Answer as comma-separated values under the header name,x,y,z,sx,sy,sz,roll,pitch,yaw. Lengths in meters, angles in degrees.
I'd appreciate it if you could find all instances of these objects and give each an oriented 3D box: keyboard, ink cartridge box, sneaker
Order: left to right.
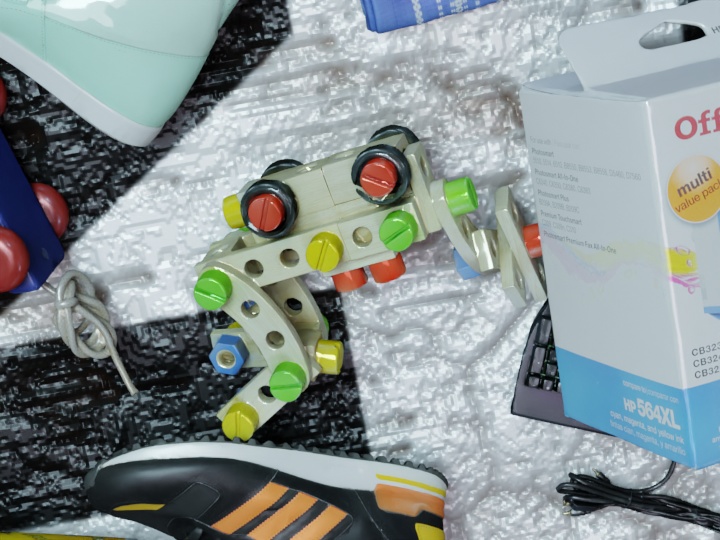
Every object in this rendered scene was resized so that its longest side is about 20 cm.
name,x,y,z,sx,sy,sz,roll,pitch,yaw
sneaker,-0.153,-0.162,0.870,0.200,0.074,0.118,33,110,-20
sneaker,-0.047,0.142,0.934,0.198,0.070,0.091,7,70,-17
keyboard,0.180,0.089,0.981,0.198,0.021,0.128,11,106,-4
ink cartridge box,0.169,-0.027,0.869,0.127,0.125,0.202,-15,104,-20

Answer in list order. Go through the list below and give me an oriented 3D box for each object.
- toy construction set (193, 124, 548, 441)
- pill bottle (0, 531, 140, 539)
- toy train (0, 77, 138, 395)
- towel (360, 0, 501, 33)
name,x,y,z,sx,sy,sz,roll,pitch,yaw
toy construction set,0.000,0.000,0.913,0.198,0.092,0.132,-20,106,5
pill bottle,-0.165,0.199,0.959,0.198,0.113,0.114,3,107,-2
toy train,-0.210,-0.001,0.919,0.115,0.085,0.201,-21,106,16
towel,0.081,-0.206,0.877,0.198,0.024,0.146,-15,117,2
